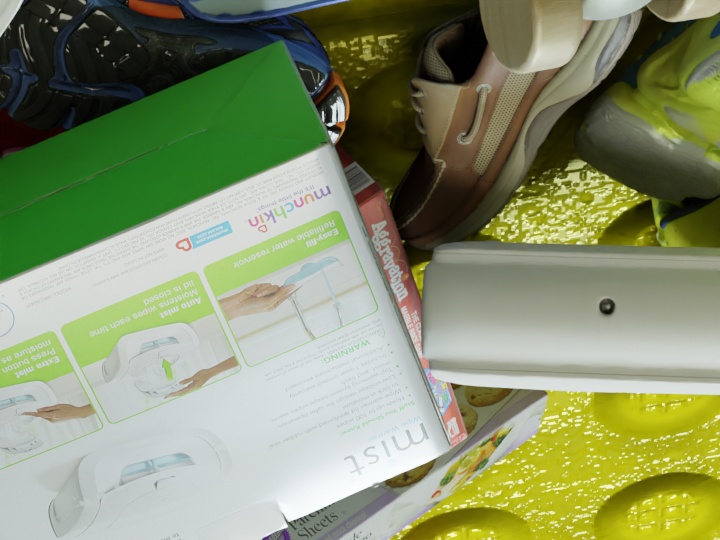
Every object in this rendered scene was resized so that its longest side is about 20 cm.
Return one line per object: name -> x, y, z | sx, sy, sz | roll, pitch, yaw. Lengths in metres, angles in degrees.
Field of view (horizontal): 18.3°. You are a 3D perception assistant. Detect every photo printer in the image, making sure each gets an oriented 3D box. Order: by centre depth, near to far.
photo printer -> 0.136, 0.024, 1.072 | 0.199, 0.070, 0.166 | 2, 178, 8

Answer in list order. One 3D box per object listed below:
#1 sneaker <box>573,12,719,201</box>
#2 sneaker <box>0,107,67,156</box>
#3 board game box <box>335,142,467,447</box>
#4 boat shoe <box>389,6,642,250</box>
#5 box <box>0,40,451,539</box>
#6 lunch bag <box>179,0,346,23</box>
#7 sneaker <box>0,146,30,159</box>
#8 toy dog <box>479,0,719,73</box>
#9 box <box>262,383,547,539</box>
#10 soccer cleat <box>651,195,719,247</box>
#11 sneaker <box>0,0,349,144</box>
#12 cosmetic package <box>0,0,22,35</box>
sneaker -> 0.174, -0.100, 1.052 | 0.076, 0.105, 0.200 | 32, 161, -14
sneaker -> -0.218, -0.056, 0.982 | 0.199, 0.116, 0.079 | 9, 136, -21
board game box -> 0.000, 0.000, 1.108 | 0.019, 0.103, 0.200 | -33, 141, -11
boat shoe -> 0.058, -0.089, 1.049 | 0.071, 0.076, 0.200 | 23, 131, -15
box -> -0.084, 0.030, 0.956 | 0.199, 0.097, 0.177 | -24, 126, 0
lunch bag -> 0.004, -0.185, 0.915 | 0.199, 0.083, 0.161 | -9, 142, -1
sneaker -> -0.134, -0.011, 1.015 | 0.199, 0.089, 0.081 | -27, 169, -17
toy dog -> 0.093, -0.171, 0.822 | 0.131, 0.096, 0.201 | 0, 130, -37
box -> 0.019, 0.114, 1.212 | 0.200, 0.041, 0.039 | -31, 150, -28
soccer cleat -> 0.183, -0.012, 1.178 | 0.083, 0.065, 0.201 | 23, 136, -3
sneaker -> -0.103, -0.102, 0.988 | 0.199, 0.079, 0.076 | 19, 121, -14
cosmetic package -> -0.223, -0.144, 0.803 | 0.200, 0.165, 0.165 | 34, 124, -18
